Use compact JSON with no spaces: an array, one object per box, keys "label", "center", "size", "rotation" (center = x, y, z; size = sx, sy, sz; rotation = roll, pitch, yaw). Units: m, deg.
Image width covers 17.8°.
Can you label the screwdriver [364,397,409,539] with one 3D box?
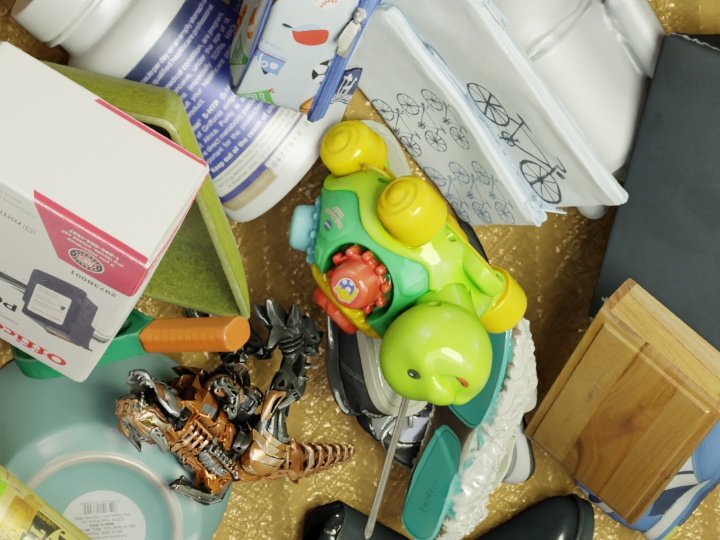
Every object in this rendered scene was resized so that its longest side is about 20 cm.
[{"label":"screwdriver","center":[0.026,0.081,1.500],"size":[0.029,0.028,0.200],"rotation":[19,68,6]}]

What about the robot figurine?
[{"label":"robot figurine","center":[0.126,-0.130,1.510],"size":[0.170,0.113,0.200],"rotation":[-25,114,31]}]

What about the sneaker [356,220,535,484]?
[{"label":"sneaker","center":[0.049,0.070,1.588],"size":[0.115,0.075,0.200],"rotation":[-14,111,-1]}]

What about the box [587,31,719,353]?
[{"label":"box","center":[0.271,-0.046,1.506],"size":[0.196,0.124,0.200],"rotation":[-6,115,-48]}]

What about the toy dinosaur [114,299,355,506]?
[{"label":"toy dinosaur","center":[-0.083,0.095,1.544],"size":[0.102,0.200,0.136],"rotation":[3,74,23]}]

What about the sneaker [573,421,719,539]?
[{"label":"sneaker","center":[0.214,0.116,1.594],"size":[0.082,0.074,0.200],"rotation":[28,134,-1]}]

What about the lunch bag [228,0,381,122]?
[{"label":"lunch bag","center":[-0.017,-0.195,1.387],"size":[0.075,0.200,0.160],"rotation":[19,134,-9]}]

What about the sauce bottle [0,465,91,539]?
[{"label":"sauce bottle","center":[-0.199,0.192,1.486],"size":[0.200,0.065,0.065],"rotation":[40,99,-18]}]

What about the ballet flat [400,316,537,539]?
[{"label":"ballet flat","center":[0.082,0.100,1.546],"size":[0.072,0.072,0.200],"rotation":[13,121,-12]}]

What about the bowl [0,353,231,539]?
[{"label":"bowl","center":[-0.182,0.156,1.566],"size":[0.201,0.105,0.201],"rotation":[-2,108,-7]}]

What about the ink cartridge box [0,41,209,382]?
[{"label":"ink cartridge box","center":[-0.192,-0.029,1.389],"size":[0.145,0.200,0.084],"rotation":[31,62,-4]}]

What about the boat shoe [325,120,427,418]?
[{"label":"boat shoe","center":[0.000,0.000,1.550],"size":[0.072,0.068,0.200],"rotation":[-4,88,-35]}]

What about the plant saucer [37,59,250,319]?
[{"label":"plant saucer","center":[-0.167,-0.064,1.451],"size":[0.200,0.048,0.200],"rotation":[15,148,24]}]

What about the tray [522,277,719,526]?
[{"label":"tray","center":[0.175,0.090,1.492],"size":[0.099,0.200,0.037],"rotation":[41,64,10]}]

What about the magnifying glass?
[{"label":"magnifying glass","center":[-0.151,0.042,1.499],"size":[0.080,0.200,0.022],"rotation":[-44,121,-40]}]

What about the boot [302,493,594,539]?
[{"label":"boot","center":[0.047,0.208,1.628],"size":[0.168,0.076,0.200],"rotation":[32,109,-20]}]

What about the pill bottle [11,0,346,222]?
[{"label":"pill bottle","center":[-0.118,-0.135,1.469],"size":[0.200,0.120,0.120],"rotation":[39,99,-19]}]

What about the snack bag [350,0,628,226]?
[{"label":"snack bag","center":[0.069,-0.103,1.477],"size":[0.021,0.200,0.189],"rotation":[-45,111,-22]}]

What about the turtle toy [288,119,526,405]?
[{"label":"turtle toy","center":[0.027,0.006,1.429],"size":[0.101,0.200,0.146],"rotation":[-43,132,1]}]
